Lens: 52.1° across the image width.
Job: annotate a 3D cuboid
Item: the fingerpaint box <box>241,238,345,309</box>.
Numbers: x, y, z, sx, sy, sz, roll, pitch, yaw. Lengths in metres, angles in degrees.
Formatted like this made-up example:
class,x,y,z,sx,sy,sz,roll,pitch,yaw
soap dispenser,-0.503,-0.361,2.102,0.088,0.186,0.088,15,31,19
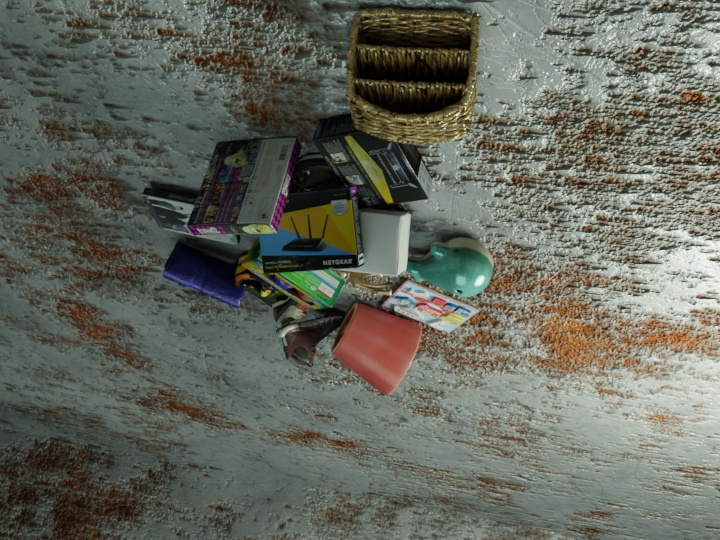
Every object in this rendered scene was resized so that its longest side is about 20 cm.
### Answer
class,x,y,z,sx,sy,sz,roll,pitch,yaw
fingerpaint box,-0.155,0.007,1.659,0.199,0.074,0.166,35,165,-17

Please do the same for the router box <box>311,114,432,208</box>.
class,x,y,z,sx,sy,sz,roll,pitch,yaw
router box,0.026,-0.202,1.355,0.155,0.053,0.201,-5,144,28

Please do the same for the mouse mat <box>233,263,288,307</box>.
class,x,y,z,sx,sy,sz,roll,pitch,yaw
mouse mat,-0.237,0.035,1.873,0.159,0.008,0.199,-20,134,42

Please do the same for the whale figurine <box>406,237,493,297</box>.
class,x,y,z,sx,sy,sz,roll,pitch,yaw
whale figurine,0.183,0.004,1.567,0.197,0.105,0.159,-6,144,28

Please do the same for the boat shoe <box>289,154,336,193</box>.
class,x,y,z,sx,sy,sz,roll,pitch,yaw
boat shoe,-0.122,-0.175,1.448,0.198,0.061,0.072,-9,141,32

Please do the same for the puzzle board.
class,x,y,z,sx,sy,sz,roll,pitch,yaw
puzzle board,0.167,0.093,1.797,0.197,0.018,0.151,23,147,-13

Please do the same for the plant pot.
class,x,y,z,sx,sy,sz,roll,pitch,yaw
plant pot,0.032,0.184,1.843,0.175,0.203,0.201,28,147,-6

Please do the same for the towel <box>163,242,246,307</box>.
class,x,y,z,sx,sy,sz,roll,pitch,yaw
towel,-0.371,0.016,1.764,0.197,0.148,0.050,23,116,-12

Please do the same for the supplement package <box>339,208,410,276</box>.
class,x,y,z,sx,sy,sz,roll,pitch,yaw
supplement package,-0.007,-0.063,1.479,0.196,0.122,0.121,6,-172,13

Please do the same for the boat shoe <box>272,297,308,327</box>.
class,x,y,z,sx,sy,sz,roll,pitch,yaw
boat shoe,-0.158,0.094,1.848,0.070,0.064,0.199,-4,166,-39

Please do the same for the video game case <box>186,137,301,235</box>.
class,x,y,z,sx,sy,sz,roll,pitch,yaw
video game case,-0.216,-0.158,1.379,0.178,0.203,0.036,-1,148,21

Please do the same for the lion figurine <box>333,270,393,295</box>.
class,x,y,z,sx,sy,sz,roll,pitch,yaw
lion figurine,0.000,0.000,1.601,0.120,0.074,0.200,6,-170,-12

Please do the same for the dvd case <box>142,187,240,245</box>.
class,x,y,z,sx,sy,sz,roll,pitch,yaw
dvd case,-0.374,-0.120,1.650,0.196,0.025,0.151,11,155,5

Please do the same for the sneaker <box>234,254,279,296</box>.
class,x,y,z,sx,sy,sz,roll,pitch,yaw
sneaker,-0.206,0.031,1.765,0.196,0.091,0.070,14,145,-6

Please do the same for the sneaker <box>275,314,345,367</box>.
class,x,y,z,sx,sy,sz,roll,pitch,yaw
sneaker,-0.117,0.185,1.888,0.197,0.118,0.075,-10,170,-28

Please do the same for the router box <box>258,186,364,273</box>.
class,x,y,z,sx,sy,sz,roll,pitch,yaw
router box,-0.097,-0.076,1.406,0.196,0.152,0.051,-4,-172,18

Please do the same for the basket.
class,x,y,z,sx,sy,sz,roll,pitch,yaw
basket,0.077,-0.290,1.113,0.196,0.145,0.150,7,149,10
